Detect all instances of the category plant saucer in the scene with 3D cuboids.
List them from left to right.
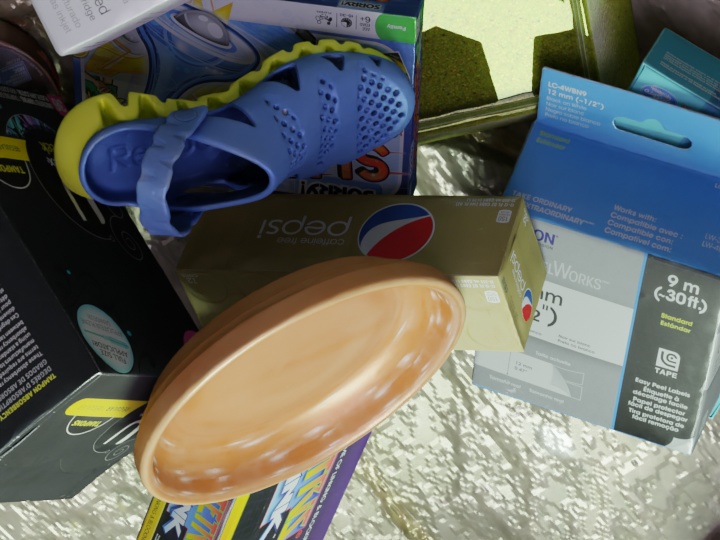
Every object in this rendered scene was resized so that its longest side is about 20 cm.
[{"bbox_3d":[-0.037,0.055,1.375,0.200,0.037,0.200,-27,156,-13],"label":"plant saucer"},{"bbox_3d":[0.059,-0.155,1.468,0.200,0.048,0.200,-12,124,2],"label":"plant saucer"}]

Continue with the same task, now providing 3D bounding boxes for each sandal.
[{"bbox_3d":[-0.060,-0.065,1.377,0.200,0.087,0.080,-18,125,-14],"label":"sandal"}]

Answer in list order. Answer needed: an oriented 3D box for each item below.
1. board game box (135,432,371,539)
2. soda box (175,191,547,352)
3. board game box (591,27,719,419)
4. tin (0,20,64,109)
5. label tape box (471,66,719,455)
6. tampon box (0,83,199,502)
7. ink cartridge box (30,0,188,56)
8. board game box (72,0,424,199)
[{"bbox_3d":[-0.060,0.123,1.571,0.057,0.165,0.200,35,123,20],"label":"board game box"},{"bbox_3d":[0.000,0.000,1.457,0.200,0.064,0.068,1,139,22],"label":"soda box"},{"bbox_3d":[0.196,-0.025,1.513,0.151,0.047,0.200,32,131,3],"label":"board game box"},{"bbox_3d":[-0.269,-0.079,1.488,0.200,0.042,0.112,-20,119,6],"label":"tin"},{"bbox_3d":[0.149,-0.004,1.478,0.143,0.066,0.200,18,131,15],"label":"label tape box"},{"bbox_3d":[-0.197,0.012,1.391,0.126,0.200,0.150,-38,164,17],"label":"tampon box"},{"bbox_3d":[-0.098,-0.223,1.354,0.200,0.084,0.145,-26,95,10],"label":"ink cartridge box"},{"bbox_3d":[-0.065,-0.108,1.457,0.200,0.034,0.136,7,128,8],"label":"board game box"}]
